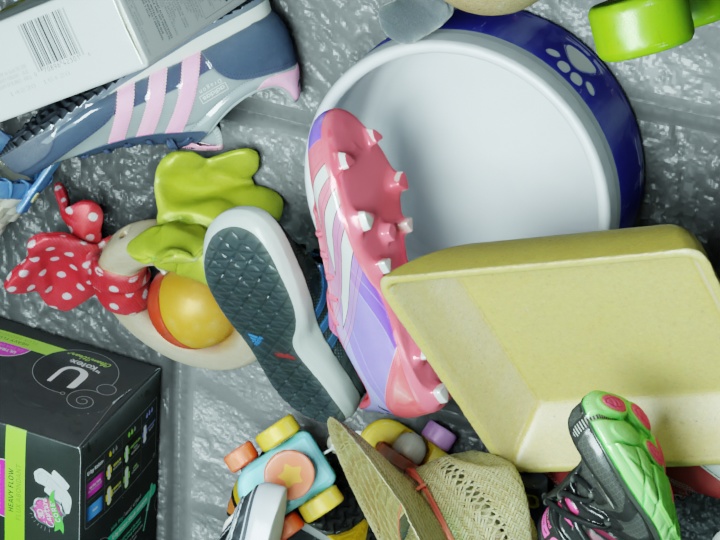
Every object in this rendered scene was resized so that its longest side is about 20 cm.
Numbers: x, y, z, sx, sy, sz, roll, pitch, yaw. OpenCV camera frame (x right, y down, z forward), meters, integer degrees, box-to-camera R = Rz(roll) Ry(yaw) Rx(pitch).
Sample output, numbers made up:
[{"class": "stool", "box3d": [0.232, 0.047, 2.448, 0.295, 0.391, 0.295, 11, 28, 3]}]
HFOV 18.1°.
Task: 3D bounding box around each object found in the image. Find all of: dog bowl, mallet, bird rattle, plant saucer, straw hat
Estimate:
[{"class": "dog bowl", "box3d": [0.070, -0.059, 1.387, 0.199, 0.079, 0.201, 11, 119, 21]}, {"class": "mallet", "box3d": [0.131, 0.201, 1.473, 0.065, 0.041, 0.201, 14, 140, 15]}, {"class": "bird rattle", "box3d": [-0.133, 0.011, 1.514, 0.199, 0.113, 0.163, -23, 119, 36]}, {"class": "plant saucer", "box3d": [0.140, 0.040, 1.313, 0.199, 0.049, 0.200, -5, 140, 29]}, {"class": "straw hat", "box3d": [0.064, 0.156, 1.379, 0.085, 0.201, 0.202, -29, 102, -8]}]

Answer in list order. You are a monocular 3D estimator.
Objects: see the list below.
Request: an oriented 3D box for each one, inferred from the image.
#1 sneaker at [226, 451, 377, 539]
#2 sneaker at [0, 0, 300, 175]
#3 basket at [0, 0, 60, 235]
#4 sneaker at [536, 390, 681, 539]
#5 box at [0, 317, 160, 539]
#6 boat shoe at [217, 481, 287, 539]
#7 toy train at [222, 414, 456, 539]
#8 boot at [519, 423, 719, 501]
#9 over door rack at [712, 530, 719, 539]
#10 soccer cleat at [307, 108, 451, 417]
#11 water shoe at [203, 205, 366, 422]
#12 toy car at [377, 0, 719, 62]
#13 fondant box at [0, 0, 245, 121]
[{"class": "sneaker", "box3d": [-0.010, 0.207, 1.573, 0.200, 0.070, 0.090, 45, 140, 0]}, {"class": "sneaker", "box3d": [-0.129, -0.098, 1.433, 0.199, 0.070, 0.082, -29, 109, 4]}, {"class": "basket", "box3d": [-0.276, -0.102, 1.508, 0.176, 0.139, 0.201, 32, 96, 7]}, {"class": "sneaker", "box3d": [0.144, 0.147, 1.337, 0.083, 0.077, 0.200, -13, 139, 4]}, {"class": "box", "box3d": [-0.235, 0.160, 1.619, 0.148, 0.124, 0.201, 15, 121, 19]}, {"class": "boat shoe", "box3d": [-0.102, 0.215, 1.475, 0.067, 0.072, 0.201, 22, 122, 2]}, {"class": "toy train", "box3d": [0.000, 0.170, 1.493, 0.199, 0.056, 0.151, 6, 86, 0]}, {"class": "boot", "box3d": [0.188, 0.133, 1.431, 0.199, 0.072, 0.145, 30, 124, 20]}, {"class": "over door rack", "box3d": [0.316, 0.209, 1.319, 0.199, 0.148, 0.067, -7, 130, 0]}, {"class": "soccer cleat", "box3d": [0.000, 0.000, 1.367, 0.076, 0.067, 0.201, -10, 112, 34]}, {"class": "water shoe", "box3d": [-0.042, 0.013, 1.444, 0.071, 0.079, 0.200, 13, 146, 28]}, {"class": "toy car", "box3d": [0.088, -0.195, 1.264, 0.199, 0.158, 0.165, -11, 100, 30]}, {"class": "fondant box", "box3d": [-0.146, -0.160, 1.370, 0.144, 0.200, 0.059, -16, 105, 31]}]
